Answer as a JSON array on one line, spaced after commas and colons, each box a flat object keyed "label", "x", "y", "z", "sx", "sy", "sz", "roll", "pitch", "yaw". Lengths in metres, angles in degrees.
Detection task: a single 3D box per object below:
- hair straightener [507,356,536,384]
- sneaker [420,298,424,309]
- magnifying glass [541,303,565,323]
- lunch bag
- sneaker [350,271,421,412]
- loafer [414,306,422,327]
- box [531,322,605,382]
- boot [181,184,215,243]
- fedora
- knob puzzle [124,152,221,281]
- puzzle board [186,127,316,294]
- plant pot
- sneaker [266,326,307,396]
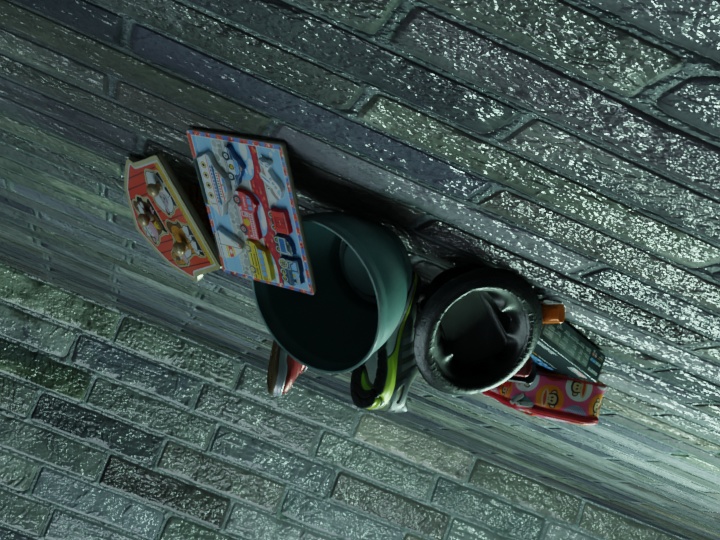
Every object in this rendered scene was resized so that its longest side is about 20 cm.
[{"label": "hair straightener", "x": 0.166, "y": 0.150, "z": 1.743, "sx": 0.200, "sy": 0.041, "sz": 0.077, "roll": -2, "pitch": 156, "yaw": 21}, {"label": "sneaker", "x": 0.146, "y": 0.083, "z": 1.787, "sx": 0.087, "sy": 0.074, "sz": 0.200, "roll": -22, "pitch": 150, "yaw": -6}, {"label": "magnifying glass", "x": 0.188, "y": 0.061, "z": 1.597, "sx": 0.200, "sy": 0.080, "sz": 0.022, "roll": -4, "pitch": 172, "yaw": 40}, {"label": "lunch bag", "x": 0.275, "y": 0.184, "z": 1.841, "sx": 0.176, "sy": 0.082, "sz": 0.200, "roll": 13, "pitch": 180, "yaw": -12}, {"label": "sneaker", "x": 0.045, "y": 0.096, "z": 1.540, "sx": 0.074, "sy": 0.200, "sz": 0.081, "roll": 1, "pitch": 158, "yaw": 41}, {"label": "loafer", "x": 0.060, "y": 0.087, "z": 1.766, "sx": 0.200, "sy": 0.063, "sz": 0.072, "roll": 37, "pitch": 149, "yaw": 62}, {"label": "box", "x": 0.242, "y": 0.096, "z": 1.691, "sx": 0.159, "sy": 0.046, "sz": 0.200, "roll": 11, "pitch": 165, "yaw": 39}, {"label": "boot", "x": -0.195, "y": -0.060, "z": 1.694, "sx": 0.200, "sy": 0.075, "sz": 0.107, "roll": 30, "pitch": 179, "yaw": -14}, {"label": "fedora", "x": 0.142, "y": 0.065, "z": 1.534, "sx": 0.201, "sy": 0.201, "sz": 0.092, "roll": 30, "pitch": -162, "yaw": -35}, {"label": "knob puzzle", "x": -0.283, "y": -0.067, "z": 1.637, "sx": 0.220, "sy": 0.030, "sz": 0.220, "roll": 37, "pitch": 147, "yaw": 30}, {"label": "puzzle board", "x": -0.132, "y": -0.069, "z": 1.391, "sx": 0.151, "sy": 0.017, "sz": 0.200, "roll": 12, "pitch": 127, "yaw": 34}, {"label": "plant pot", "x": -0.018, "y": 0.011, "z": 1.460, "sx": 0.200, "sy": 0.200, "sz": 0.134, "roll": 12, "pitch": -154, "yaw": 35}, {"label": "sneaker", "x": -0.059, "y": 0.101, "z": 1.549, "sx": 0.112, "sy": 0.200, "sz": 0.071, "roll": 18, "pitch": 128, "yaw": -7}]
